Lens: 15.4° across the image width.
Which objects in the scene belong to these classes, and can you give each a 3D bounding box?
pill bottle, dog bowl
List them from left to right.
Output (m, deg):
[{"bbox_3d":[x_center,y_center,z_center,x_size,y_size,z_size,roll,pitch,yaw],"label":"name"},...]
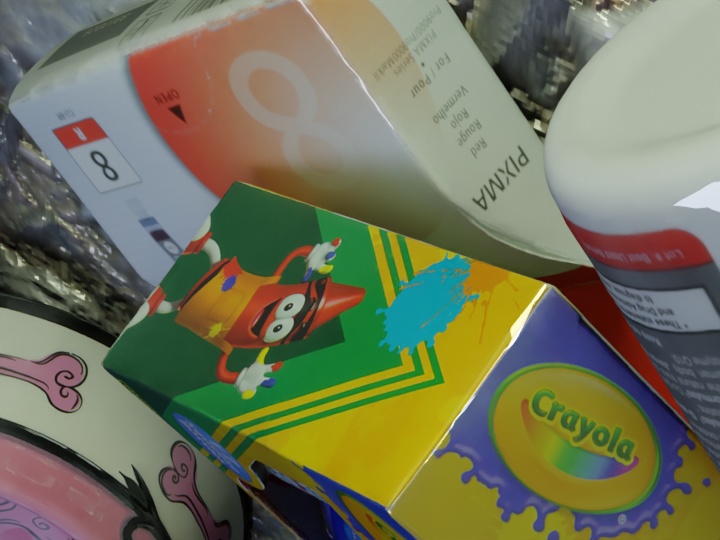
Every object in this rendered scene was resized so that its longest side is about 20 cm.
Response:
[{"bbox_3d":[-0.145,0.102,0.983,0.199,0.074,0.201,7,133,7],"label":"dog bowl"},{"bbox_3d":[0.137,0.024,0.637,0.116,0.116,0.200,-6,124,48],"label":"pill bottle"}]

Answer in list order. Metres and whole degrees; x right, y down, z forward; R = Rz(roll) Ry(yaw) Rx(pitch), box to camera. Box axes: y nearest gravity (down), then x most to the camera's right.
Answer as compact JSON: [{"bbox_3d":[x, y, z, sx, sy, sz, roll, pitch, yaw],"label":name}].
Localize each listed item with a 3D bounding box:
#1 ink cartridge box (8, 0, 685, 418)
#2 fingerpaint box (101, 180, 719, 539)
[{"bbox_3d":[0.000,0.000,0.811,0.162,0.050,0.201,-13,115,52],"label":"ink cartridge box"},{"bbox_3d":[0.046,0.075,0.743,0.200,0.073,0.167,44,168,-30],"label":"fingerpaint box"}]
